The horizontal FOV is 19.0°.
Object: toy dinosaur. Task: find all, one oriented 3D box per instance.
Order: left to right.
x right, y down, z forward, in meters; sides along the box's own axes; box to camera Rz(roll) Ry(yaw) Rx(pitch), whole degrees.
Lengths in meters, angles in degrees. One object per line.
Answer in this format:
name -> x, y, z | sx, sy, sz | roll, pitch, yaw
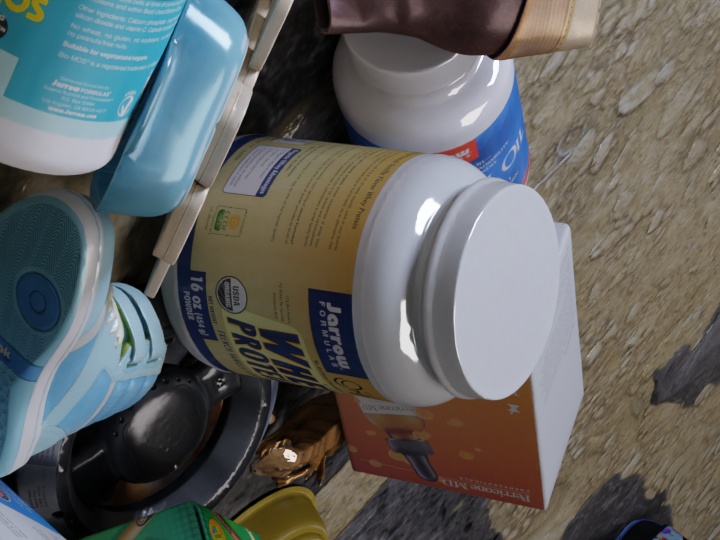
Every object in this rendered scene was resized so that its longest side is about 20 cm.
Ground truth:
toy dinosaur -> -0.021, 0.105, 1.560 | 0.106, 0.060, 0.200 | -47, -175, 42

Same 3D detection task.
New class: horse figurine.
horse figurine -> -0.124, 0.138, 1.442 | 0.200, 0.050, 0.133 | -53, 163, -6

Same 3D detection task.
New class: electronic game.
electronic game -> -0.131, 0.094, 1.334 | 0.200, 0.042, 0.200 | -26, 132, -32

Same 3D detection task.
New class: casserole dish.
casserole dish -> -0.094, -0.083, 1.059 | 0.200, 0.039, 0.121 | -142, -105, -80

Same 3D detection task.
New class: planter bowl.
planter bowl -> -0.074, 0.275, 1.692 | 0.200, 0.083, 0.201 | -42, 155, -24

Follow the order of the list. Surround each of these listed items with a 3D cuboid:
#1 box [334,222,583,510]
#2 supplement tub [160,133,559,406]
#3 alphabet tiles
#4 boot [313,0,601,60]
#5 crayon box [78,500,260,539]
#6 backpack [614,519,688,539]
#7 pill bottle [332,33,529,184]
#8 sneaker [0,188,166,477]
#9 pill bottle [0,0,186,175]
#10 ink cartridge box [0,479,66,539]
box -> 0.066, 0.057, 1.491 | 0.200, 0.152, 0.107 | 78, 27, -50
supplement tub -> 0.000, 0.000, 1.241 | 0.144, 0.200, 0.145 | -19, 112, -55
alphabet tiles -> -0.070, -0.088, 1.128 | 0.200, 0.015, 0.196 | -78, -166, -59
boot -> 0.059, -0.220, 1.194 | 0.166, 0.072, 0.201 | 4, 90, -19
crayon box -> -0.164, 0.209, 1.327 | 0.200, 0.058, 0.119 | -20, 159, 11
backpack -> 0.354, 0.402, 2.604 | 0.135, 0.182, 0.200 | -56, 171, 28
pill bottle -> 0.043, -0.106, 1.329 | 0.112, 0.112, 0.200 | -48, 157, -12
sneaker -> -0.152, 0.018, 1.178 | 0.130, 0.080, 0.200 | -25, 154, -44
pill bottle -> -0.123, -0.151, 0.945 | 0.111, 0.111, 0.200 | -12, 133, -58
ink cartridge box -> -0.229, 0.168, 1.155 | 0.084, 0.146, 0.200 | -53, 157, 5
